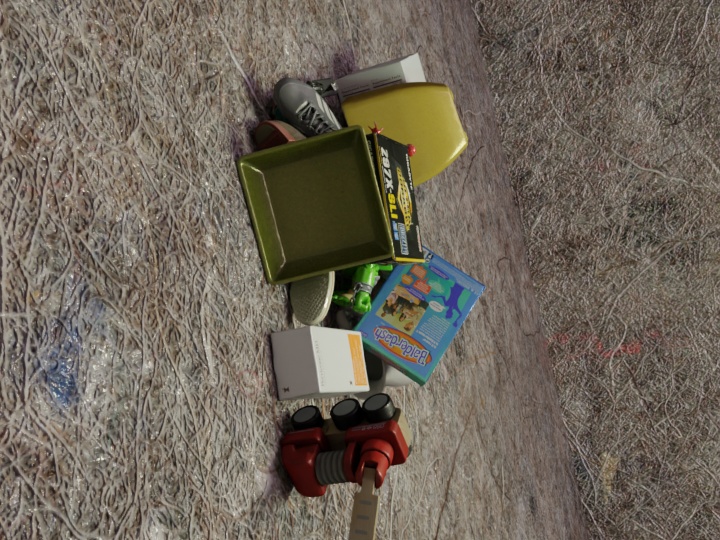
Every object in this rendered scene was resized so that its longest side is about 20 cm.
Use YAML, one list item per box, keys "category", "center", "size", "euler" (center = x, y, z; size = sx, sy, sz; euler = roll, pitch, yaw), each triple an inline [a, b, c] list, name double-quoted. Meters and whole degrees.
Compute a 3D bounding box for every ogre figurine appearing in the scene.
- category: "ogre figurine"
  center: [0.000, 0.000, 1.563]
  size: [0.200, 0.098, 0.120]
  euler: [0, 108, -79]

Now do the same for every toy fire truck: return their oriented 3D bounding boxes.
- category: "toy fire truck"
  center: [-0.025, 0.289, 1.296]
  size: [0.200, 0.175, 0.129]
  euler: [-66, 140, -58]

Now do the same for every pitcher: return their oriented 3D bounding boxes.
- category: "pitcher"
  center: [0.039, 0.130, 1.673]
  size: [0.200, 0.121, 0.172]
  euler: [-12, 78, -59]

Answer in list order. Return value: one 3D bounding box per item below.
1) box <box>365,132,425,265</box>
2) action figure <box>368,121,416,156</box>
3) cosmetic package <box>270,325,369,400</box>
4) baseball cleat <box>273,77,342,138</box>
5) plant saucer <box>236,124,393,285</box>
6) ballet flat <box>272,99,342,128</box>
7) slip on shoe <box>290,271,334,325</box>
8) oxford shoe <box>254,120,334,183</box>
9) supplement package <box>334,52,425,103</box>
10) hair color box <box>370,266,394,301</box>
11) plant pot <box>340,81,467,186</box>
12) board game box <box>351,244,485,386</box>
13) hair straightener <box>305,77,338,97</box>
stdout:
- category: "box"
  center: [0.046, -0.109, 1.492]
  size: [0.160, 0.049, 0.201]
  euler: [2, 79, -67]
- category: "action figure"
  center: [0.004, -0.180, 1.652]
  size: [0.099, 0.200, 0.065]
  euler: [64, 12, 27]
- category: "cosmetic package"
  center: [-0.059, 0.144, 1.444]
  size: [0.200, 0.071, 0.102]
  euler: [14, 65, -67]
- category: "baseball cleat"
  center: [-0.055, -0.228, 1.490]
  size: [0.200, 0.070, 0.106]
  euler: [44, -5, -28]
- category: "plant saucer"
  center: [-0.065, -0.097, 1.400]
  size: [0.048, 0.199, 0.201]
  euler: [-40, 116, -79]
- category: "ballet flat"
  center: [-0.063, -0.236, 1.583]
  size: [0.200, 0.076, 0.064]
  euler: [42, 40, -23]
- category: "slip on shoe"
  center: [-0.070, 0.009, 1.503]
  size: [0.061, 0.074, 0.201]
  euler: [61, 21, -44]
- category: "oxford shoe"
  center: [-0.077, -0.165, 1.467]
  size: [0.200, 0.071, 0.074]
  euler: [50, 34, 6]
- category: "supplement package"
  center: [0.062, -0.327, 1.936]
  size: [0.152, 0.150, 0.201]
  euler: [-49, 124, -65]
- category: "hair color box"
  center: [0.078, 0.025, 1.673]
  size: [0.110, 0.199, 0.065]
  euler: [-63, 175, 25]
- category: "plant pot"
  center: [0.093, -0.262, 1.769]
  size: [0.194, 0.199, 0.196]
  euler: [-80, 151, -75]
- category: "board game box"
  center: [0.096, 0.071, 1.580]
  size: [0.200, 0.152, 0.045]
  euler: [-55, 176, -16]
- category: "hair straightener"
  center: [-0.082, -0.329, 1.659]
  size: [0.200, 0.077, 0.041]
  euler: [-21, 94, -69]
